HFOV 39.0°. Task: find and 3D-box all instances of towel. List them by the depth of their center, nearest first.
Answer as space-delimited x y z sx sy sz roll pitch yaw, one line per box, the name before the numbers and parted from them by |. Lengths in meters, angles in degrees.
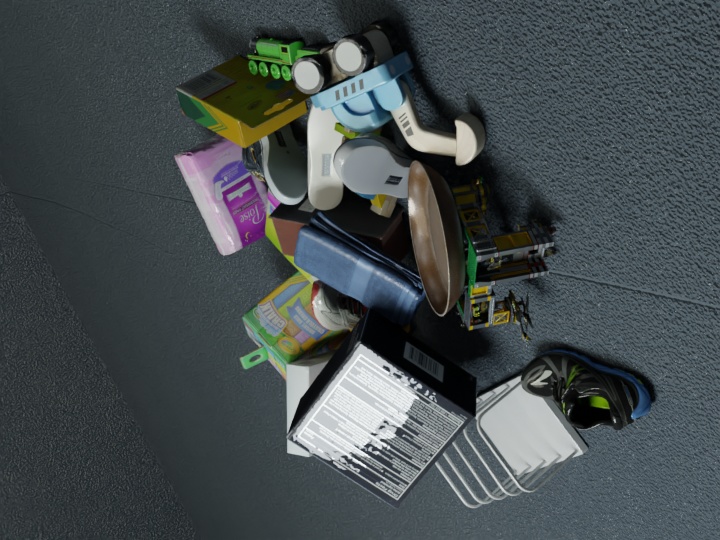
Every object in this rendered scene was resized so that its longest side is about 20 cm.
towel | 0.000 0.000 1.470 0.199 0.049 0.112 30 146 6

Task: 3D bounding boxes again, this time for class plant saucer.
plant saucer | 0.098 -0.043 1.301 0.200 0.032 0.201 170 90 -81

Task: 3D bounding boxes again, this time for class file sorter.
file sorter | 0.204 0.258 1.497 0.139 0.124 0.200 54 153 5

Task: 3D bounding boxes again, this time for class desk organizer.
desk organizer | -0.031 -0.057 1.531 0.199 0.072 0.077 12 136 29

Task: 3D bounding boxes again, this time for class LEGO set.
LEGO set | 0.180 -0.020 1.293 0.154 0.115 0.201 -110 13 -50

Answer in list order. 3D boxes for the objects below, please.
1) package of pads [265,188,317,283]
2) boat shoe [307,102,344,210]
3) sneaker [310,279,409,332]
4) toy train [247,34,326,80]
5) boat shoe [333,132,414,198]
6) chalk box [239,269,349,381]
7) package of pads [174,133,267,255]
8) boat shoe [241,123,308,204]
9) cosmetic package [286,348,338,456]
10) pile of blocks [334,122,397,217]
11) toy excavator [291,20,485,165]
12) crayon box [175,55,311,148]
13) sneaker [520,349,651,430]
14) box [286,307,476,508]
package of pads | -0.073 -0.050 1.664 0.200 0.068 0.155 45 154 18
boat shoe | -0.043 -0.188 1.478 0.069 0.072 0.201 -103 11 -56
sneaker | 0.000 0.060 1.603 0.082 0.078 0.200 -19 148 39
toy train | -0.104 -0.308 1.478 0.200 0.042 0.057 21 127 48
boat shoe | 0.015 -0.146 1.330 0.070 0.200 0.071 47 112 25
chalk box | -0.118 0.106 1.747 0.124 0.200 0.125 46 166 16
package of pads | -0.230 -0.139 1.772 0.076 0.120 0.201 7 125 56
boat shoe | -0.134 -0.159 1.579 0.091 0.070 0.201 -59 36 43
cosmetic package | -0.049 0.217 1.729 0.051 0.200 0.152 2 96 33
pile of blocks | -0.001 -0.162 1.420 0.062 0.082 0.201 34 145 44
toy excavator | 0.040 -0.209 1.274 0.194 0.100 0.201 -17 106 32
crayon box | -0.173 -0.255 1.548 0.200 0.127 0.051 32 144 40
sneaker | 0.277 0.157 1.313 0.199 0.083 0.071 14 131 53
box | 0.032 0.199 1.477 0.200 0.123 0.199 34 112 -7
